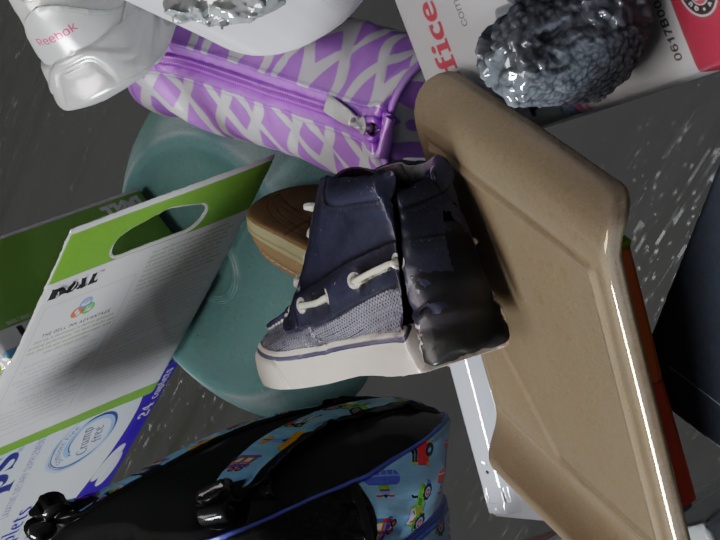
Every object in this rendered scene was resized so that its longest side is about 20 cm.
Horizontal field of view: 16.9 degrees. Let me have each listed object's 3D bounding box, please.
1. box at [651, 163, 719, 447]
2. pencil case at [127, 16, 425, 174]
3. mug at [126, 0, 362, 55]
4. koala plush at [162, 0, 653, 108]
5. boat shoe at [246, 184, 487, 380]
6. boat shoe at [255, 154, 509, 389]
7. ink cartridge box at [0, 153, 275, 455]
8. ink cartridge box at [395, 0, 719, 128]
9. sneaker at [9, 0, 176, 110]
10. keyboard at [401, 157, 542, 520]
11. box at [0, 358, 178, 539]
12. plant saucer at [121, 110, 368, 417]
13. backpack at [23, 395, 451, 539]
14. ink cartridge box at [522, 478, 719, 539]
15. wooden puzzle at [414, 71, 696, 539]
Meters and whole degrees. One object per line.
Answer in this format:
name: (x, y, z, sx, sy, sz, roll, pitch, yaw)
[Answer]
box: (0.222, -0.003, 0.972, 0.148, 0.107, 0.201, 39, 131, 27)
pencil case: (-0.030, -0.091, 1.206, 0.199, 0.085, 0.084, 19, 118, 40)
mug: (-0.052, -0.190, 1.119, 0.149, 0.153, 0.187, 33, 89, 38)
koala plush: (0.016, -0.160, 0.920, 0.184, 0.200, 0.178, 46, 132, 24)
boat shoe: (0.025, 0.014, 1.201, 0.199, 0.071, 0.065, 23, 128, 30)
boat shoe: (0.000, 0.000, 1.108, 0.200, 0.074, 0.093, -12, 94, 62)
ink cartridge box: (-0.148, 0.000, 1.267, 0.076, 0.147, 0.200, 49, 134, 19)
ink cartridge box: (0.106, -0.147, 1.044, 0.200, 0.085, 0.148, -17, 95, 46)
sneaker: (-0.128, -0.172, 1.200, 0.078, 0.200, 0.100, -21, 122, 19)
keyboard: (0.066, 0.036, 1.143, 0.056, 0.011, 0.201, -1, 120, 27)
box: (-0.233, 0.101, 1.410, 0.105, 0.200, 0.184, 49, 135, 18)
plant saucer: (-0.071, -0.006, 1.321, 0.199, 0.036, 0.201, 20, 120, 38)
backpack: (-0.041, 0.144, 1.235, 0.182, 0.200, 0.135, -10, 100, 46)
ink cartridge box: (0.146, 0.188, 1.152, 0.200, 0.083, 0.146, -26, 88, 48)
wooden puzzle: (0.088, 0.028, 1.038, 0.185, 0.037, 0.201, -138, 32, -59)
